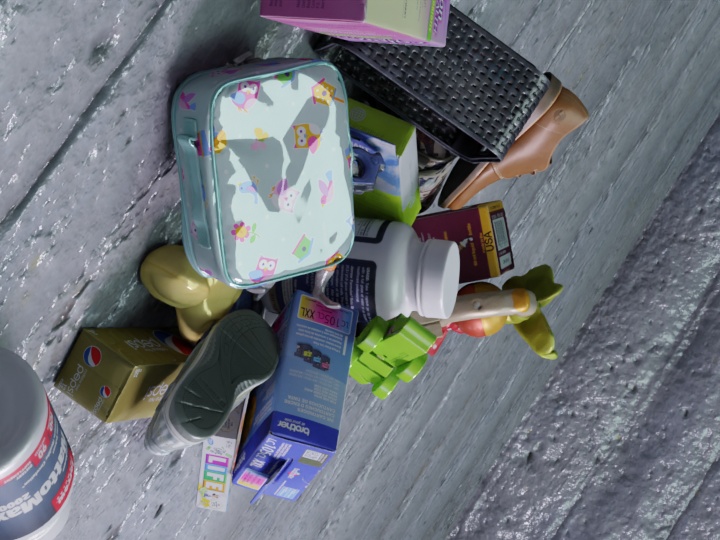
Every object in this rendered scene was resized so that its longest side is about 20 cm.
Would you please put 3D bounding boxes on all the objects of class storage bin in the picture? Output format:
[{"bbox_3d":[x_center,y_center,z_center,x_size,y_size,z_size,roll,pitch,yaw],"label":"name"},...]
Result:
[{"bbox_3d":[0.069,-0.198,1.505,0.094,0.200,0.135,-58,-168,-4],"label":"storage bin"}]

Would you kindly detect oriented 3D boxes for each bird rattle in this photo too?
[{"bbox_3d":[0.133,0.040,1.784,0.163,0.199,0.113,46,46,-79],"label":"bird rattle"}]

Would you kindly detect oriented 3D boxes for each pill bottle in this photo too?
[{"bbox_3d":[-0.298,0.156,1.270,0.120,0.119,0.200,-51,161,-23],"label":"pill bottle"},{"bbox_3d":[0.000,0.000,1.641,0.111,0.199,0.112,6,90,-75],"label":"pill bottle"}]

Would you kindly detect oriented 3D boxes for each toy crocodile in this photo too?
[{"bbox_3d":[0.026,0.081,1.600,0.062,0.067,0.200,-58,-173,-25],"label":"toy crocodile"}]

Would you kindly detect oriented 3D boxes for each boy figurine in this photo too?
[{"bbox_3d":[-0.151,0.016,1.522,0.125,0.064,0.200,-66,160,8],"label":"boy figurine"}]

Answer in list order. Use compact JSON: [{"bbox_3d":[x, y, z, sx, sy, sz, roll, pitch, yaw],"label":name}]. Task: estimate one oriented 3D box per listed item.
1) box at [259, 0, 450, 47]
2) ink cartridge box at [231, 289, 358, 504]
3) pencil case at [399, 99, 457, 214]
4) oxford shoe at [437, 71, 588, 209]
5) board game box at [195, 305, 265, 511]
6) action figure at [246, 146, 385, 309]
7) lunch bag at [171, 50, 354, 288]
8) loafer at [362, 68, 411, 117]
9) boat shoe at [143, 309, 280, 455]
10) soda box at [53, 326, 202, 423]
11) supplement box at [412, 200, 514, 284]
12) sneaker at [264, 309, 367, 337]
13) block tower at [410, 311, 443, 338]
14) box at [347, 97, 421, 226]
[{"bbox_3d":[0.005,-0.288,1.307,0.200,0.096,0.177,-6,102,-67],"label":"box"},{"bbox_3d":[-0.069,0.142,1.572,0.137,0.076,0.201,125,-23,-53],"label":"ink cartridge box"},{"bbox_3d":[0.064,-0.123,1.714,0.089,0.078,0.200,-45,174,-18],"label":"pencil case"},{"bbox_3d":[0.154,-0.115,1.593,0.200,0.071,0.072,-41,-156,38],"label":"oxford shoe"},{"bbox_3d":[-0.137,0.136,1.655,0.135,0.034,0.201,101,-1,-48],"label":"board game box"},{"bbox_3d":[-0.083,-0.071,1.490,0.199,0.104,0.195,10,81,-33],"label":"action figure"},{"bbox_3d":[-0.089,-0.091,1.370,0.160,0.077,0.201,-16,111,-31],"label":"lunch bag"},{"bbox_3d":[0.048,-0.183,1.734,0.072,0.063,0.200,-56,162,-8],"label":"loafer"},{"bbox_3d":[-0.141,0.105,1.481,0.065,0.074,0.202,-33,-166,34],"label":"boat shoe"},{"bbox_3d":[-0.208,0.098,1.496,0.064,0.068,0.200,-61,162,10],"label":"soda box"},{"bbox_3d":[0.069,-0.021,1.805,0.110,0.199,0.086,-17,96,-74],"label":"supplement box"},{"bbox_3d":[-0.051,0.089,1.752,0.079,0.130,0.199,5,127,-52],"label":"sneaker"},{"bbox_3d":[0.016,0.061,1.792,0.058,0.200,0.054,-9,90,-33],"label":"block tower"},{"bbox_3d":[-0.002,-0.116,1.609,0.048,0.122,0.200,-61,165,-21],"label":"box"}]
